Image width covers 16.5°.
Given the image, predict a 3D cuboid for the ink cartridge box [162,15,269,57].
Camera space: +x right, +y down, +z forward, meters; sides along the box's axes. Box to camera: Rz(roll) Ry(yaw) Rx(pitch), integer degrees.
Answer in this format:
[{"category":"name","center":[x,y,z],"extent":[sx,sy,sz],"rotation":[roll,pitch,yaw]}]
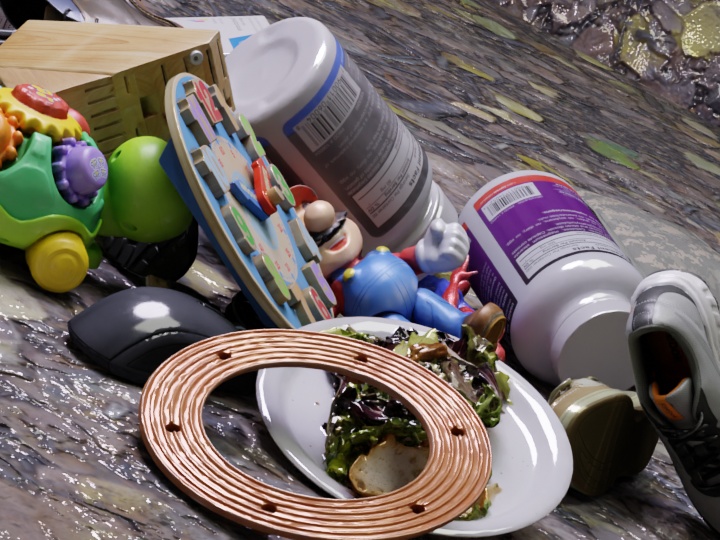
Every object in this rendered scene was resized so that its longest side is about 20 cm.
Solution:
[{"category":"ink cartridge box","center":[-0.162,-0.148,1.892],"extent":[0.199,0.068,0.116],"rotation":[-2,20,-11]}]

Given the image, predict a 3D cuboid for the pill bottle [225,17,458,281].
[{"category":"pill bottle","center":[-0.018,-0.080,1.824],"extent":[0.200,0.114,0.114],"rotation":[50,-2,-34]}]

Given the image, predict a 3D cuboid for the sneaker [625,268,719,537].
[{"category":"sneaker","center":[0.224,0.103,1.666],"extent":[0.201,0.074,0.079],"rotation":[65,29,-12]}]

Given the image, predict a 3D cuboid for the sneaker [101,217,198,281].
[{"category":"sneaker","center":[-0.134,-0.047,1.714],"extent":[0.087,0.076,0.200],"rotation":[36,14,-36]}]

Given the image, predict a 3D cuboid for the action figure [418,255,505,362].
[{"category":"action figure","center":[0.076,0.033,1.823],"extent":[0.066,0.052,0.200],"rotation":[57,5,-21]}]

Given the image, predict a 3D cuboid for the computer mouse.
[{"category":"computer mouse","center":[-0.105,0.028,1.538],"extent":[0.200,0.046,0.140],"rotation":[14,20,-41]}]

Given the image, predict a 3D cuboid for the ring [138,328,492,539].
[{"category":"ring","center":[-0.025,0.094,1.386],"extent":[0.200,0.019,0.201],"rotation":[9,31,-5]}]

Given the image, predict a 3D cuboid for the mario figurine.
[{"category":"mario figurine","center":[0.000,0.000,1.713],"extent":[0.200,0.106,0.123],"rotation":[34,18,23]}]

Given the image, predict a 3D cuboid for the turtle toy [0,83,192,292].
[{"category":"turtle toy","center":[-0.200,-0.059,1.572],"extent":[0.199,0.101,0.146],"rotation":[21,15,-24]}]

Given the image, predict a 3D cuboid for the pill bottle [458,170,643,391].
[{"category":"pill bottle","center":[0.151,0.013,1.893],"extent":[0.112,0.113,0.200],"rotation":[18,23,-28]}]

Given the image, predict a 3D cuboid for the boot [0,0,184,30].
[{"category":"boot","center":[-0.182,-0.153,1.767],"extent":[0.097,0.075,0.200],"rotation":[-10,44,-31]}]

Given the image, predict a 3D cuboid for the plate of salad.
[{"category":"plate of salad","center":[0.036,0.084,1.490],"extent":[0.199,0.048,0.200],"rotation":[13,34,-9]}]

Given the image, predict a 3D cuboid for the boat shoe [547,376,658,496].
[{"category":"boat shoe","center":[0.151,0.105,1.678],"extent":[0.063,0.073,0.201],"rotation":[20,9,21]}]

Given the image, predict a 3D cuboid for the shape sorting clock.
[{"category":"shape sorting clock","center":[-0.068,-0.039,1.598],"extent":[0.200,0.039,0.200],"rotation":[53,14,-19]}]

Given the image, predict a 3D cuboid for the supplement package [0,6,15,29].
[{"category":"supplement package","center":[-0.350,-0.220,1.790],"extent":[0.152,0.151,0.200],"rotation":[31,15,22]}]

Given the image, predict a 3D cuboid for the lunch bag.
[{"category":"lunch bag","center":[0.237,0.023,2.027],"extent":[0.164,0.118,0.200],"rotation":[19,11,-28]}]

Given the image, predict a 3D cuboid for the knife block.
[{"category":"knife block","center":[-0.207,-0.135,1.713],"extent":[0.199,0.064,0.176],"rotation":[-20,34,-14]}]
